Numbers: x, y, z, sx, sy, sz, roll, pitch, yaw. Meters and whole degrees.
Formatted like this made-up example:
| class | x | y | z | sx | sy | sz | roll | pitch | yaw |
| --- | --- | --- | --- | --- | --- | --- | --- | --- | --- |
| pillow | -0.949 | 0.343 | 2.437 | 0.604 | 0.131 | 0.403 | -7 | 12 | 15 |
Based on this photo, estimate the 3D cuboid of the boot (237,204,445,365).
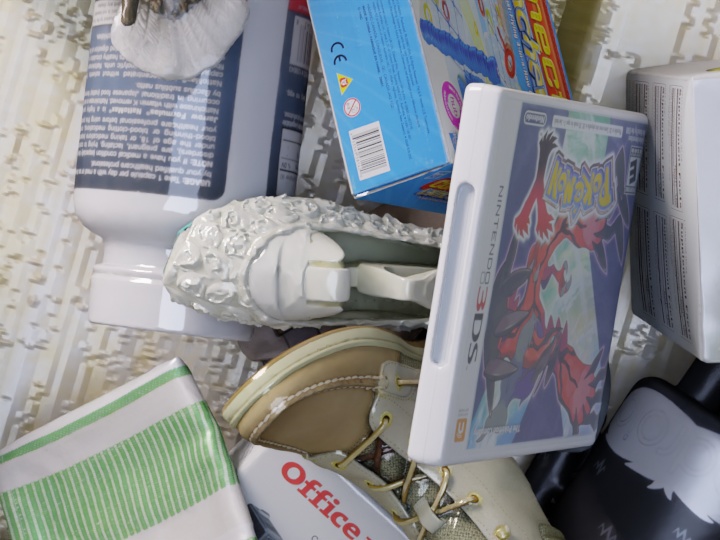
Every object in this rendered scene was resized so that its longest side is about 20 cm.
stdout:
| class | x | y | z | sx | sy | sz | roll | pitch | yaw |
| --- | --- | --- | --- | --- | --- | --- | --- | --- | --- |
| boot | -0.002 | 0.001 | 1.377 | 0.146 | 0.070 | 0.200 | -6 | 89 | 6 |

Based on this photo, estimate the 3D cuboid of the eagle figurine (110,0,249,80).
| class | x | y | z | sx | sy | sz | roll | pitch | yaw |
| --- | --- | --- | --- | --- | --- | --- | --- | --- | --- |
| eagle figurine | -0.103 | -0.208 | 1.247 | 0.152 | 0.200 | 0.151 | 35 | 107 | -18 |

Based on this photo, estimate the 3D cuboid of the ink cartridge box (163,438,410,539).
| class | x | y | z | sx | sy | sz | roll | pitch | yaw |
| --- | --- | --- | --- | --- | --- | --- | --- | --- | --- |
| ink cartridge box | -0.043 | 0.175 | 1.351 | 0.144 | 0.084 | 0.200 | 43 | 111 | -6 |

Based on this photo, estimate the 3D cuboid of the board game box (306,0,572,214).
| class | x | y | z | sx | sy | sz | roll | pitch | yaw |
| --- | --- | --- | --- | --- | --- | --- | --- | --- | --- |
| board game box | 0.040 | -0.130 | 1.275 | 0.056 | 0.196 | 0.200 | -18 | 79 | 25 |

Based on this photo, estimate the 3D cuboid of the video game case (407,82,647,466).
| class | x | y | z | sx | sy | sz | roll | pitch | yaw |
| --- | --- | --- | --- | --- | --- | --- | --- | --- | --- |
| video game case | 0.089 | 0.003 | 1.246 | 0.023 | 0.200 | 0.183 | 11 | 95 | 26 |

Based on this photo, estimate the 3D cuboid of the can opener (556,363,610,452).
| class | x | y | z | sx | sy | sz | roll | pitch | yaw |
| --- | --- | --- | --- | --- | --- | --- | --- | --- | --- |
| can opener | 0.107 | 0.001 | 1.377 | 0.066 | 0.053 | 0.201 | -2 | 88 | 19 |

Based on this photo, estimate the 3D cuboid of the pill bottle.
| class | x | y | z | sx | sy | sz | roll | pitch | yaw |
| --- | --- | --- | --- | --- | --- | --- | --- | --- | --- |
| pill bottle | -0.092 | -0.066 | 1.327 | 0.119 | 0.120 | 0.200 | 7 | 89 | -3 |

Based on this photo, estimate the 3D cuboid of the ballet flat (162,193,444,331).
| class | x | y | z | sx | sy | sz | roll | pitch | yaw |
| --- | --- | --- | --- | --- | --- | --- | --- | --- | --- |
| ballet flat | 0.000 | 0.000 | 1.276 | 0.200 | 0.072 | 0.072 | 2 | 96 | -23 |

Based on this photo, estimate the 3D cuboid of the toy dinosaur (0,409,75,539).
| class | x | y | z | sx | sy | sz | roll | pitch | yaw |
| --- | --- | --- | --- | --- | --- | --- | --- | --- | --- |
| toy dinosaur | -0.206 | 0.174 | 1.392 | 0.088 | 0.047 | 0.200 | 4 | 95 | -18 |

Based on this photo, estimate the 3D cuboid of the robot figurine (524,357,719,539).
| class | x | y | z | sx | sy | sz | roll | pitch | yaw |
| --- | --- | --- | --- | --- | --- | --- | --- | --- | --- |
| robot figurine | 0.176 | 0.139 | 1.370 | 0.125 | 0.150 | 0.200 | 31 | 93 | -26 |

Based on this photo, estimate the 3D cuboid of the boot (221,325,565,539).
| class | x | y | z | sx | sy | sz | roll | pitch | yaw |
| --- | --- | --- | --- | --- | --- | --- | --- | --- | --- |
| boot | 0.028 | 0.111 | 1.245 | 0.072 | 0.200 | 0.155 | -40 | 65 | 26 |

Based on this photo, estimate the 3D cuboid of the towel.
| class | x | y | z | sx | sy | sz | roll | pitch | yaw |
| --- | --- | --- | --- | --- | --- | --- | --- | --- | --- |
| towel | -0.116 | 0.163 | 1.302 | 0.152 | 0.023 | 0.200 | -28 | 70 | 27 |

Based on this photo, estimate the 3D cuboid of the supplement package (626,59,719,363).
| class | x | y | z | sx | sy | sz | roll | pitch | yaw |
| --- | --- | --- | --- | --- | --- | --- | --- | --- | --- |
| supplement package | 0.252 | -0.040 | 1.316 | 0.191 | 0.200 | 0.147 | -3 | 96 | -3 |
